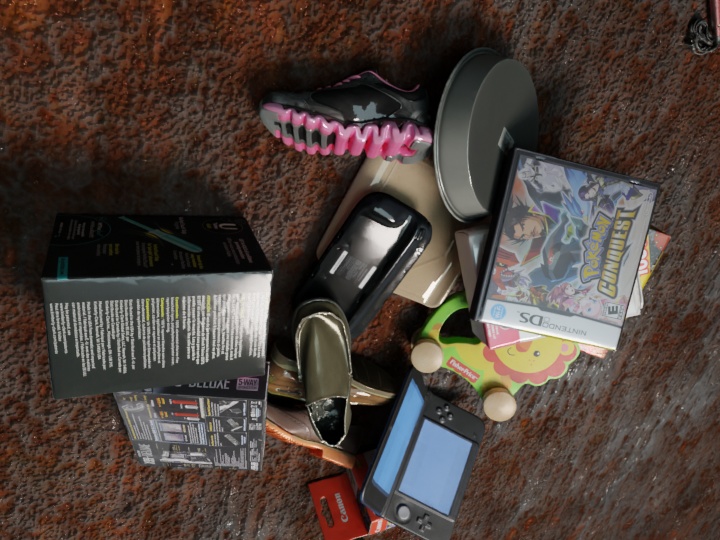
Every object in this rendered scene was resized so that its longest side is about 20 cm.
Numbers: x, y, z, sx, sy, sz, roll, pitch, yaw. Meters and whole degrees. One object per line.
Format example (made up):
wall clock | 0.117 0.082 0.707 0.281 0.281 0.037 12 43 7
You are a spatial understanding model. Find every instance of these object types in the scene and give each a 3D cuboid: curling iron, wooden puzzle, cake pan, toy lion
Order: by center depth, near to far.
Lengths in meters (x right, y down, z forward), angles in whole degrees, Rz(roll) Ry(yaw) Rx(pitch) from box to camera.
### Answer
cake pan | 0.154 -0.153 0.652 0.199 0.037 0.202 -18 115 -46
curling iron | 0.450 -0.378 0.721 0.049 0.026 0.201 -26 123 -12
wooden puzzle | 0.065 -0.060 0.724 0.199 0.037 0.186 23 106 -27
toy lion | 0.196 0.096 0.787 0.199 0.069 0.192 33 105 -3

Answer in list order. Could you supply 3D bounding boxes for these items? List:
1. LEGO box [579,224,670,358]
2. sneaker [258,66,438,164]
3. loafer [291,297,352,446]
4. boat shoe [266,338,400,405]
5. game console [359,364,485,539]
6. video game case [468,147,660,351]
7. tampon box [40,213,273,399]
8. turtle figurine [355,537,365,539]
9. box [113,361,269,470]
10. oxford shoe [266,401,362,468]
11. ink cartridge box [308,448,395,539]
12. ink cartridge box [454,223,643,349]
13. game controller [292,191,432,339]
LEGO box | 0.321 0.006 0.812 0.148 0.077 0.201 17 111 -5
sneaker | -0.011 -0.178 0.612 0.198 0.079 0.096 6 79 -14
loafer | -0.038 0.129 0.683 0.075 0.070 0.202 -12 114 -8
boat shoe | -0.042 0.153 0.772 0.199 0.072 0.068 22 108 -20
game console | 0.097 0.267 0.803 0.170 0.118 0.201 27 66 -2
video game case | 0.235 -0.022 0.645 0.179 0.026 0.202 12 95 -6
tampon box | -0.206 0.027 0.578 0.198 0.150 0.127 -2 117 -23
turtle figurine | 0.002 0.582 0.956 0.143 0.200 0.195 -15 105 29
box | -0.190 0.174 0.660 0.156 0.050 0.201 5 139 -7
oxford shoe | -0.083 0.214 0.797 0.199 0.071 0.073 34 68 -27
ink cartridge box | 0.027 0.340 0.870 0.198 0.109 0.051 -11 136 -18
ink cartridge box | 0.233 0.000 0.703 0.198 0.085 0.147 -12 98 -2
game controller | 0.000 0.000 0.693 0.104 0.042 0.201 31 110 -15
